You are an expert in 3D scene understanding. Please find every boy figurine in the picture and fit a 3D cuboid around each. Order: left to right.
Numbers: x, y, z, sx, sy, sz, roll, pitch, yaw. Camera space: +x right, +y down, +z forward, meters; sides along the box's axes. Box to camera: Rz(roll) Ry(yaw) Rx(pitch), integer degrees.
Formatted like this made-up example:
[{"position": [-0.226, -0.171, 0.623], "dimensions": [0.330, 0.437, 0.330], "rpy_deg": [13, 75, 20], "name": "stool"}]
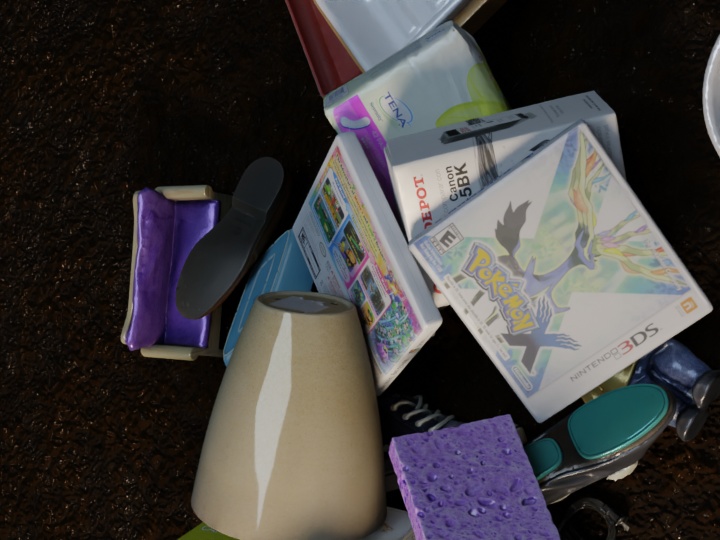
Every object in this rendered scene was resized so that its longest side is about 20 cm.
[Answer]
[{"position": [0.233, 0.070, 1.024], "dimensions": [0.200, 0.064, 0.125], "rpy_deg": [33, 106, 28], "name": "boy figurine"}]

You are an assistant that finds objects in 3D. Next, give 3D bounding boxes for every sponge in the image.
[{"position": [0.101, 0.212, 0.914], "dimensions": [0.030, 0.111, 0.200], "rpy_deg": [96, 161, -47], "name": "sponge"}]

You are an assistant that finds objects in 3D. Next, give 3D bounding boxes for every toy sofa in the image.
[{"position": [-0.207, 0.002, 1.298], "dimensions": [0.083, 0.097, 0.201], "rpy_deg": [2, 85, 34], "name": "toy sofa"}]

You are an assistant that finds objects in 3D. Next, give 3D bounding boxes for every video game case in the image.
[{"position": [0.000, 0.000, 1.060], "dimensions": [0.201, 0.024, 0.182], "rpy_deg": [66, 154, 19], "name": "video game case"}, {"position": [0.171, 0.004, 0.961], "dimensions": [0.182, 0.022, 0.200], "rpy_deg": [-35, 98, 11], "name": "video game case"}]

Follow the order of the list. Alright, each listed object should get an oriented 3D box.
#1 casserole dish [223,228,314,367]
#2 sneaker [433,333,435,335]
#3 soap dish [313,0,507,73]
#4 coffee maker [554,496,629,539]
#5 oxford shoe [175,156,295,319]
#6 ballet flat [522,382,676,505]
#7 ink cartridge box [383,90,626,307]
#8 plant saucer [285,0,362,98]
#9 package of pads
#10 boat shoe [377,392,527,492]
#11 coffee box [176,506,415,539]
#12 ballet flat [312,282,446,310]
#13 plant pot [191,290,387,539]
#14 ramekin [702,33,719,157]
[{"position": [-0.095, 0.032, 1.188], "dimensions": [0.121, 0.039, 0.200], "rpy_deg": [-42, 24, 42], "name": "casserole dish"}, {"position": [-0.008, 0.091, 1.173], "dimensions": [0.199, 0.070, 0.109], "rpy_deg": [3, 81, 40], "name": "sneaker"}, {"position": [0.062, -0.287, 1.120], "dimensions": [0.200, 0.081, 0.158], "rpy_deg": [-43, 64, 22], "name": "soap dish"}, {"position": [0.123, 0.288, 0.990], "dimensions": [0.134, 0.200, 0.193], "rpy_deg": [21, 96, 32], "name": "coffee maker"}, {"position": [-0.132, -0.026, 1.253], "dimensions": [0.071, 0.071, 0.200], "rpy_deg": [34, 88, 26], "name": "oxford shoe"}, {"position": [0.193, 0.164, 0.988], "dimensions": [0.200, 0.073, 0.073], "rpy_deg": [-31, 69, 15], "name": "ballet flat"}, {"position": [0.134, -0.062, 1.008], "dimensions": [0.199, 0.083, 0.147], "rpy_deg": [-14, 112, 3], "name": "ink cartridge box"}, {"position": [0.012, -0.316, 1.225], "dimensions": [0.199, 0.037, 0.201], "rpy_deg": [-30, 70, 27], "name": "plant saucer"}, {"position": [0.078, -0.118, 1.070], "dimensions": [0.154, 0.068, 0.200], "rpy_deg": [-30, 105, 11], "name": "package of pads"}, {"position": [0.064, 0.159, 1.115], "dimensions": [0.200, 0.075, 0.093], "rpy_deg": [-23, 80, 30], "name": "boat shoe"}, {"position": [-0.061, 0.343, 1.076], "dimensions": [0.199, 0.198, 0.201], "rpy_deg": [6, 109, 33], "name": "coffee box"}, {"position": [0.005, 0.001, 1.175], "dimensions": [0.199, 0.068, 0.068], "rpy_deg": [6, 89, 34], "name": "ballet flat"}, {"position": [-0.060, 0.126, 1.048], "dimensions": [0.187, 0.187, 0.201], "rpy_deg": [13, 104, 33], "name": "plant pot"}, {"position": [0.394, -0.143, 0.920], "dimensions": [0.200, 0.098, 0.201], "rpy_deg": [-4, 82, 33], "name": "ramekin"}]
